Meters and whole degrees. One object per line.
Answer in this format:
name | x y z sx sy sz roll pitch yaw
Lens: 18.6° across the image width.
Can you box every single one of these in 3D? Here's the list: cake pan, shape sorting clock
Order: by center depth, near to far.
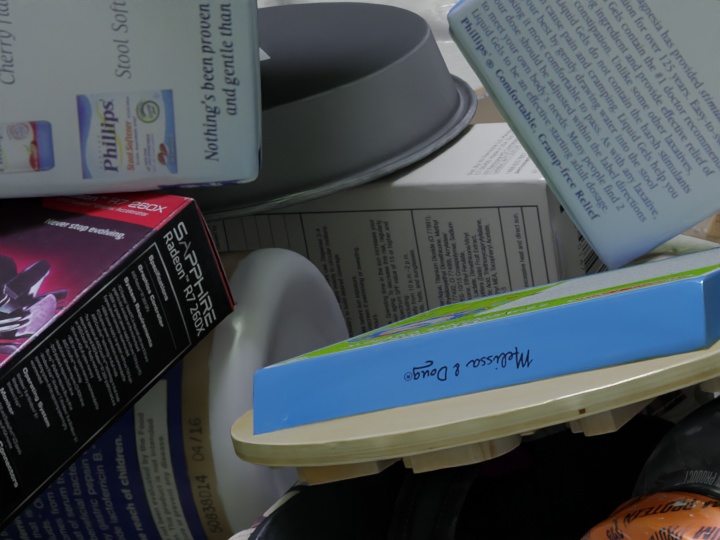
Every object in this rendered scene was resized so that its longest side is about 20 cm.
shape sorting clock | 0.060 0.025 0.637 0.200 0.039 0.200 -13 1 0
cake pan | -0.053 -0.068 0.897 0.200 0.037 0.200 -9 20 3

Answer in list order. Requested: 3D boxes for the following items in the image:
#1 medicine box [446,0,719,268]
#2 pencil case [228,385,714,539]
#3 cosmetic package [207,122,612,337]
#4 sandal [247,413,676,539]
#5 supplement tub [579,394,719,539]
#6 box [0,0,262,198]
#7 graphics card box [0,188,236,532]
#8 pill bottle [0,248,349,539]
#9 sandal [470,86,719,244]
medicine box | 0.161 -0.113 0.700 0.182 0.103 0.200 -34 -1 -45
pencil case | 0.041 0.073 0.726 0.089 0.078 0.200 24 38 25
cosmetic package | 0.000 0.000 0.889 0.200 0.105 0.071 1 23 25
sandal | 0.042 0.075 0.632 0.200 0.075 0.048 -17 -24 -42
supplement tub | 0.161 0.070 0.616 0.200 0.123 0.123 -26 26 -30
box | -0.137 -0.095 0.762 0.200 0.105 0.184 -3 17 -3
graphics card box | -0.148 0.040 0.678 0.125 0.051 0.200 11 41 36
pill bottle | -0.110 0.055 0.796 0.200 0.116 0.116 -4 24 19
sandal | 0.102 -0.036 0.956 0.212 0.078 0.070 8 23 29
